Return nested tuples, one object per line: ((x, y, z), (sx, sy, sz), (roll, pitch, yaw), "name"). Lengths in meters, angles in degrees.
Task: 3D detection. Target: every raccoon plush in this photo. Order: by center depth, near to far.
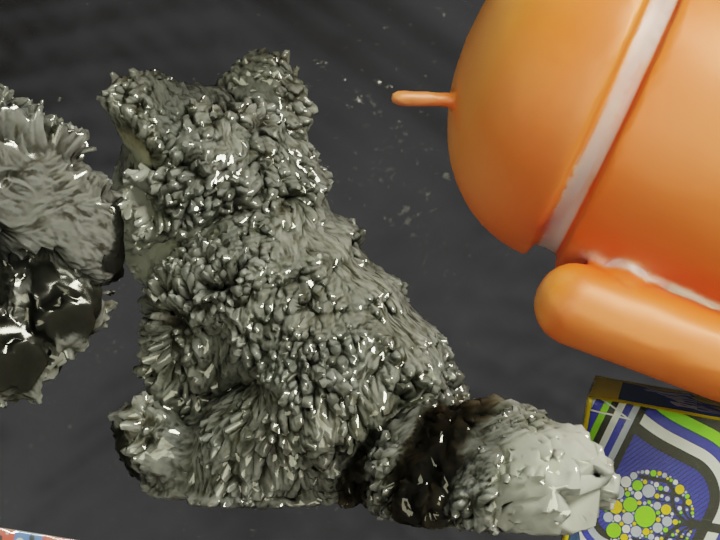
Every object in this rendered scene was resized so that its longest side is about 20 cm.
((-0.146, -0.040, 0.732), (0.096, 0.134, 0.201), (-32, 111, -17), "raccoon plush")
((0.000, 0.000, 0.758), (0.199, 0.097, 0.135), (2, 99, 34), "raccoon plush")

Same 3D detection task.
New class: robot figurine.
((0.113, -0.040, 0.763), (0.199, 0.117, 0.145), (25, 98, 2), "robot figurine")

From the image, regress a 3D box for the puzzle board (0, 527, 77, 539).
((-0.064, 0.167, 0.781), (0.199, 0.017, 0.152), (12, 79, -22), "puzzle board")

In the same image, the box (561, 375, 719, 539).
((0.088, 0.140, 0.799), (0.064, 0.070, 0.202), (9, 94, 7), "box")
